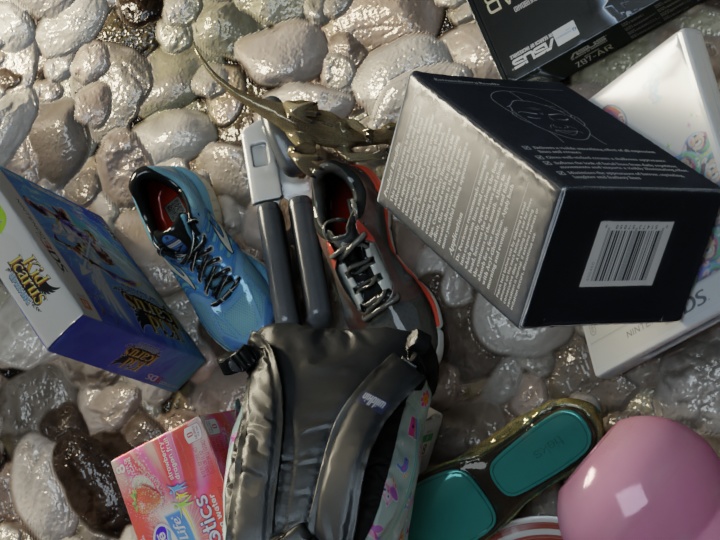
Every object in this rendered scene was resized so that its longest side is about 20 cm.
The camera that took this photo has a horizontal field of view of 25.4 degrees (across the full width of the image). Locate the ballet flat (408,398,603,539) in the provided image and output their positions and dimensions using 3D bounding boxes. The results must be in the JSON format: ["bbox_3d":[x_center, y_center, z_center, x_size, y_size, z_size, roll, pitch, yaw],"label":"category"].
[{"bbox_3d":[0.100,0.158,1.208,0.199,0.071,0.071,-34,66,18],"label":"ballet flat"}]

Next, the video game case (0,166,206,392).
[{"bbox_3d":[-0.233,0.006,1.325,0.045,0.200,0.182,-42,65,9],"label":"video game case"}]

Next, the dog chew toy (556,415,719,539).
[{"bbox_3d":[0.233,0.196,1.106,0.200,0.124,0.125,42,97,9],"label":"dog chew toy"}]

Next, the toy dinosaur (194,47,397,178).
[{"bbox_3d":[-0.045,-0.118,1.290,0.198,0.101,0.059,16,106,-12],"label":"toy dinosaur"}]

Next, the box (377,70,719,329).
[{"bbox_3d":[0.130,-0.053,1.141,0.200,0.147,0.108,45,127,48],"label":"box"}]

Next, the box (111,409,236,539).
[{"bbox_3d":[-0.102,0.219,1.249,0.102,0.094,0.202,-28,77,28],"label":"box"}]

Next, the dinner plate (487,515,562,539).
[{"bbox_3d":[0.138,0.284,1.184,0.198,0.024,0.203,-6,76,25],"label":"dinner plate"}]

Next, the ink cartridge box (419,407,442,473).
[{"bbox_3d":[-0.035,0.176,1.289,0.160,0.050,0.202,24,106,28],"label":"ink cartridge box"}]

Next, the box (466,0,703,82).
[{"bbox_3d":[0.178,-0.253,1.278,0.199,0.043,0.162,-27,67,17],"label":"box"}]

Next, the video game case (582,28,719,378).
[{"bbox_3d":[0.210,-0.045,1.173,0.182,0.023,0.202,-37,59,51],"label":"video game case"}]

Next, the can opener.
[{"bbox_3d":[-0.064,-0.048,1.324,0.053,0.067,0.202,-12,65,2],"label":"can opener"}]

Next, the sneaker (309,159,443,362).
[{"bbox_3d":[0.000,0.000,1.282,0.077,0.082,0.201,-30,67,16],"label":"sneaker"}]

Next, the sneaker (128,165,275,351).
[{"bbox_3d":[-0.139,-0.009,1.345,0.078,0.090,0.201,-42,68,11],"label":"sneaker"}]

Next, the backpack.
[{"bbox_3d":[-0.023,0.147,1.159,0.165,0.127,0.202,-2,59,23],"label":"backpack"}]
